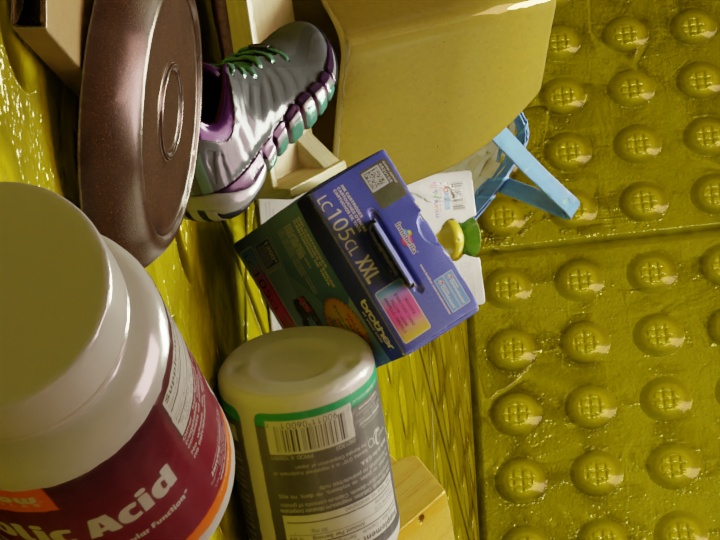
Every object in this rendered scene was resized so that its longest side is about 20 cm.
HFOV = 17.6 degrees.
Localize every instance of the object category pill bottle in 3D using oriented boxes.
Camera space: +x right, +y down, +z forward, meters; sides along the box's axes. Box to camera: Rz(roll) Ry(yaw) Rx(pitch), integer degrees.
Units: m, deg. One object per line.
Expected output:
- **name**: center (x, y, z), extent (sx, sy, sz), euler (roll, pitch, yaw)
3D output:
- **pill bottle**: center (-0.032, 0.150, 1.654), extent (0.113, 0.113, 0.200), euler (-82, 166, -64)
- **pill bottle**: center (-0.124, 0.051, 0.951), extent (0.200, 0.114, 0.114), euler (70, 16, -63)

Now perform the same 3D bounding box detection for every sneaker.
- **sneaker**: center (-0.075, -0.124, 1.560), extent (0.200, 0.074, 0.088), euler (-64, 142, -43)

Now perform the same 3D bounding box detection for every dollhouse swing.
- **dollhouse swing**: center (-0.003, 0.273, 2.135), extent (0.182, 0.176, 0.200), euler (-37, 133, -32)

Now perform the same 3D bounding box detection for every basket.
- **basket**: center (0.082, -0.117, 2.033), extent (0.139, 0.200, 0.176), euler (-54, 135, -7)

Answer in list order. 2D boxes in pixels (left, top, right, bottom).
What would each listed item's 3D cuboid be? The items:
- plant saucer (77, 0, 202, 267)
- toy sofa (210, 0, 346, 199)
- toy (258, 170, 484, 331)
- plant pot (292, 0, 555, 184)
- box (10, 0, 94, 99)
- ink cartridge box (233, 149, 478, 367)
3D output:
- **plant saucer**: center (-0.121, -0.091, 1.319), extent (0.200, 0.032, 0.201), euler (3, 90, -82)
- **toy sofa**: center (-0.083, -0.153, 1.707), extent (0.083, 0.097, 0.200), euler (-32, 119, -55)
- **toy**: center (0.005, -0.017, 1.940), extent (0.047, 0.200, 0.115), euler (-179, -98, -66)
- **plant pot**: center (0.039, -0.196, 1.836), extent (0.194, 0.200, 0.196), euler (96, -26, -49)
- **box**: center (-0.156, -0.180, 1.266), extent (0.200, 0.021, 0.164), euler (60, 28, -77)
- **ink cartridge box**: center (0.000, 0.000, 1.675), extent (0.137, 0.076, 0.200), euler (58, -26, -1)
